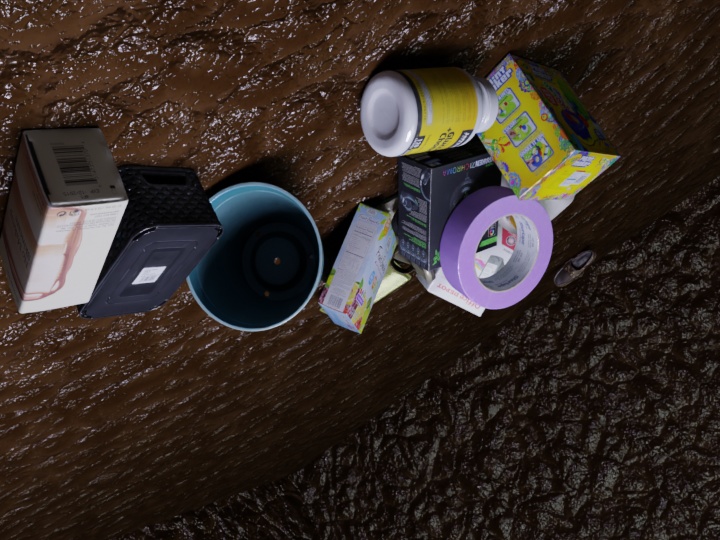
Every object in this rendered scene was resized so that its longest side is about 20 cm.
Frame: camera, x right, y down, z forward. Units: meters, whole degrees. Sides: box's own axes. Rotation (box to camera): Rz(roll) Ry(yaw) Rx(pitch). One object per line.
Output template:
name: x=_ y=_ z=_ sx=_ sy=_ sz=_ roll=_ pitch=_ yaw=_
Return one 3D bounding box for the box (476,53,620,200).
box: x=0.298 y=-0.230 z=1.170 sx=0.198 sy=0.195 sz=0.122 roll=-8 pitch=152 yaw=-51

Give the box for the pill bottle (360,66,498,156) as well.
pill bottle: x=0.103 y=-0.228 z=1.000 sx=0.197 sy=0.113 sz=0.112 roll=-15 pitch=157 yaw=-37

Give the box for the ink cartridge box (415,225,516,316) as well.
ink cartridge box: x=0.228 y=-0.031 z=1.438 sx=0.145 sy=0.086 sz=0.203 roll=24 pitch=102 yaw=-20

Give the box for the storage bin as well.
storage bin: x=-0.288 y=-0.033 z=0.921 sx=0.134 sy=0.095 sz=0.200 roll=-7 pitch=149 yaw=-51

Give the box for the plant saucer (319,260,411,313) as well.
plant saucer: x=0.007 y=0.033 z=1.620 sx=0.198 sy=0.048 sz=0.200 roll=-34 pitch=161 yaw=8

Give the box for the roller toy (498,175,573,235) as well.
roller toy: x=0.309 y=-0.165 z=1.359 sx=0.140 sy=0.201 sz=0.181 roll=-43 pitch=171 yaw=36

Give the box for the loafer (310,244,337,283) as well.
loafer: x=-0.046 y=0.009 z=1.437 sx=0.072 sy=0.073 sz=0.199 roll=-35 pitch=161 yaw=14

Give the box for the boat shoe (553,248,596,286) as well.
boat shoe: x=0.830 y=-0.013 z=2.752 sx=0.200 sy=0.071 sz=0.070 roll=-46 pitch=165 yaw=16

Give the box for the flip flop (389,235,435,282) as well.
flip flop: x=0.090 y=-0.022 z=1.435 sx=0.057 sy=0.200 sz=0.082 roll=-32 pitch=120 yaw=-7

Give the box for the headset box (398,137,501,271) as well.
headset box: x=0.158 y=-0.115 z=1.254 sx=0.171 sy=0.092 sz=0.204 roll=-18 pitch=122 yaw=-31

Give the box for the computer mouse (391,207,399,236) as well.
computer mouse: x=0.133 y=-0.130 z=1.329 sx=0.199 sy=0.059 sz=0.034 roll=-38 pitch=180 yaw=-18

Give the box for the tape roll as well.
tape roll: x=0.236 y=-0.039 z=1.222 sx=0.196 sy=0.066 sz=0.205 roll=-9 pitch=113 yaw=-22

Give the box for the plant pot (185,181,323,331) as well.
plant pot: x=-0.141 y=-0.019 z=1.060 sx=0.198 sy=0.203 sz=0.188 roll=-31 pitch=177 yaw=4

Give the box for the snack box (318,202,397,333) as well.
snack box: x=0.000 y=0.000 z=1.333 sx=0.169 sy=0.066 sz=0.204 roll=61 pitch=49 yaw=-72

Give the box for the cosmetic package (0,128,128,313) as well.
cosmetic package: x=-0.336 y=-0.052 z=0.786 sx=0.086 sy=0.105 sz=0.201 roll=-11 pitch=152 yaw=-40

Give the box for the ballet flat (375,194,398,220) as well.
ballet flat: x=0.120 y=-0.128 z=1.363 sx=0.197 sy=0.063 sz=0.068 roll=-24 pitch=159 yaw=-20
